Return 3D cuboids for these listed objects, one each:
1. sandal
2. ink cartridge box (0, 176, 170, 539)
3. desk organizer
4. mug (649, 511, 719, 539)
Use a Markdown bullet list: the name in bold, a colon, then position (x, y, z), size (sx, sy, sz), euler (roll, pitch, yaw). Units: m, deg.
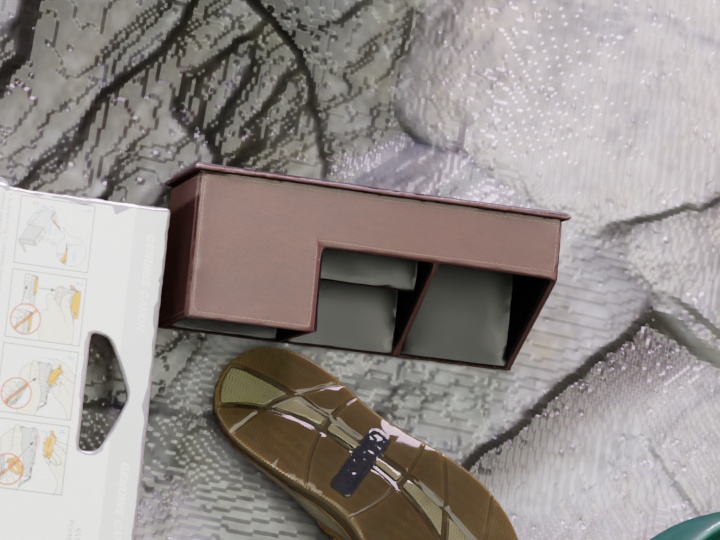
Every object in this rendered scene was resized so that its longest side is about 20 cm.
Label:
- **sandal**: position (0.005, 0.119, 1.517), size (0.200, 0.054, 0.080), euler (40, 67, 7)
- **ink cartridge box**: position (-0.192, 0.054, 1.465), size (0.172, 0.044, 0.201), euler (9, 80, -16)
- **desk organizer**: position (0.000, 0.000, 1.519), size (0.199, 0.072, 0.078), euler (7, 82, -16)
- **mug**: position (0.184, 0.190, 1.525), size (0.185, 0.114, 0.152), euler (43, 73, -6)
